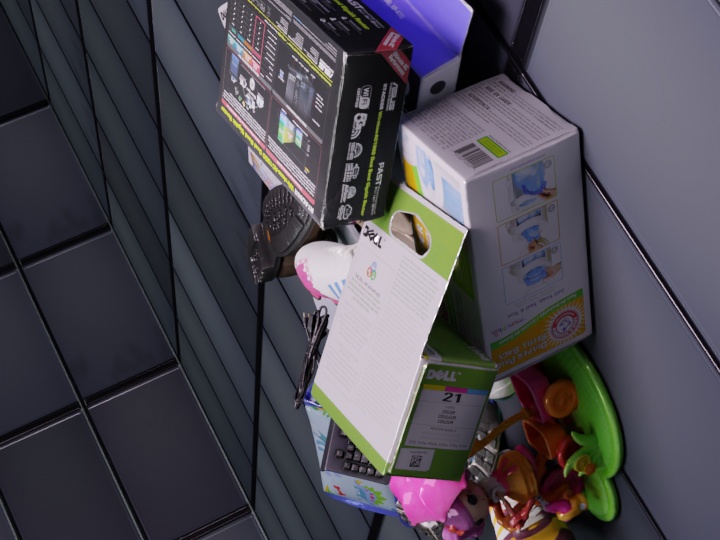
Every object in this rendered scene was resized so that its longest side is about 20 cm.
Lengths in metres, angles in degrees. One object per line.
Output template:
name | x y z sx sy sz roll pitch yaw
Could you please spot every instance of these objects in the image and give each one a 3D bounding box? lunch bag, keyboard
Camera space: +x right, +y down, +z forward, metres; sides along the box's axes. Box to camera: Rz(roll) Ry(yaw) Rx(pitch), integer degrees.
lunch bag | 0.053 0.180 1.515 0.198 0.128 0.171 12 139 19
keyboard | -0.007 0.106 1.426 0.021 0.126 0.202 97 -176 -69

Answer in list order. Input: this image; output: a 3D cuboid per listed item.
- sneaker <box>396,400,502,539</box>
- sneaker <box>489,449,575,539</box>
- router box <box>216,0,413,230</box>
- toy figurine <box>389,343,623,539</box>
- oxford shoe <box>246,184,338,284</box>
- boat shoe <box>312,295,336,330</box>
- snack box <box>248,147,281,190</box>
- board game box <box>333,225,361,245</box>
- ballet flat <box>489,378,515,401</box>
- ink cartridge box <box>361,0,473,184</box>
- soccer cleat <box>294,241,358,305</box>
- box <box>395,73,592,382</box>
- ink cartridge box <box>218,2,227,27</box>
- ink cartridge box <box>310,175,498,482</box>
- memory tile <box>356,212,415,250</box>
sneaker | 0.092 0.177 1.382 0.078 0.090 0.201 32 141 7
sneaker | 0.151 0.229 1.333 0.200 0.074 0.091 -130 17 -83
router box | -0.042 -0.150 1.127 0.200 0.062 0.151 49 139 43
toy figurine | 0.114 0.169 1.225 0.150 0.183 0.201 37 148 60
oxford shoe | -0.060 -0.045 1.478 0.200 0.084 0.073 136 125 -68
boat shoe | 0.009 0.061 1.586 0.068 0.057 0.201 -14 112 38
snack box | -0.094 -0.110 1.560 0.072 0.024 0.200 53 175 0
board game box | -0.017 -0.053 1.525 0.200 0.026 0.201 48 173 49
ballet flat | 0.066 0.068 1.355 0.199 0.069 0.070 15 132 36
ink cartridge box | 0.006 -0.192 1.161 0.198 0.043 0.201 51 152 28
soccer cleat | 0.000 0.000 1.344 0.200 0.069 0.087 38 141 49
box | 0.107 -0.031 1.116 0.113 0.101 0.201 47 155 49
ink cartridge box | -0.097 -0.286 1.437 0.201 0.075 0.148 68 164 -9
ink cartridge box | 0.046 0.043 1.121 0.148 0.075 0.202 41 117 56
memory tile | 0.056 -0.014 1.291 0.153 0.017 0.200 30 164 36
